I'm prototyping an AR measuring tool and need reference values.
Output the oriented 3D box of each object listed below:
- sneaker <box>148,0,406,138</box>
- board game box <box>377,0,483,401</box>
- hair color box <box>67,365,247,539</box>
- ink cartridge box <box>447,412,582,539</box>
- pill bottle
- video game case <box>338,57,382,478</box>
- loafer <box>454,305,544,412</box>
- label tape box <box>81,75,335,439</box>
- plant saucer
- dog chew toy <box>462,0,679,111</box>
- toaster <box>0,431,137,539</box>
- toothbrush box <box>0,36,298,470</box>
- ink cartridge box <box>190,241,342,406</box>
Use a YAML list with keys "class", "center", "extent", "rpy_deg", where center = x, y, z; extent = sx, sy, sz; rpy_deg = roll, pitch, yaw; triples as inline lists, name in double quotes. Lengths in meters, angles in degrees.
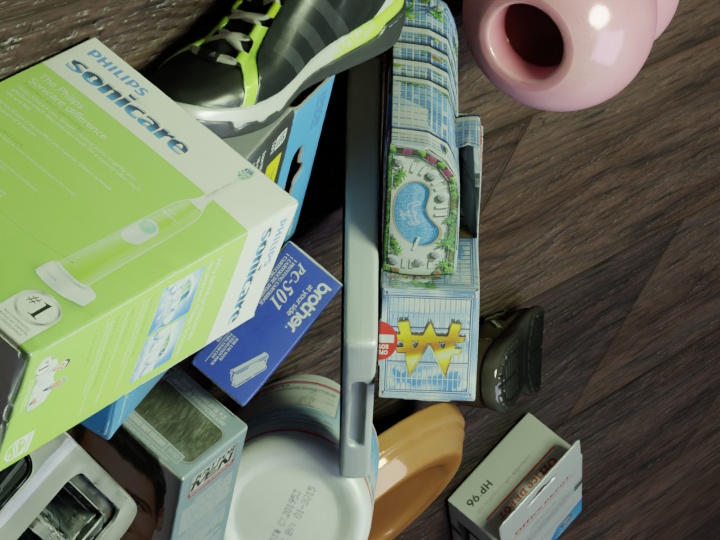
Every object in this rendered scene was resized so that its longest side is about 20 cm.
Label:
- class: "sneaker"
  center: [-0.051, -0.140, 1.565]
  extent: [0.200, 0.071, 0.083]
  rpy_deg: [-36, 132, -42]
- class: "board game box"
  center: [0.042, -0.029, 1.737]
  extent: [0.200, 0.061, 0.201]
  rpy_deg: [-90, -178, -47]
- class: "hair color box"
  center: [-0.135, 0.138, 1.800]
  extent: [0.061, 0.099, 0.200]
  rpy_deg: [-37, 157, -32]
- class: "ink cartridge box"
  center: [0.142, 0.208, 2.645]
  extent: [0.116, 0.068, 0.200]
  rpy_deg: [-47, 161, -15]
- class: "pill bottle"
  center: [-0.042, 0.135, 1.928]
  extent: [0.109, 0.109, 0.200]
  rpy_deg: [-55, -175, 12]
- class: "video game case"
  center: [0.000, 0.000, 1.787]
  extent: [0.183, 0.023, 0.201]
  rpy_deg: [93, -2, -61]
- class: "loafer"
  center: [0.102, 0.066, 2.308]
  extent: [0.200, 0.071, 0.073]
  rpy_deg: [-17, 110, -75]
- class: "label tape box"
  center: [-0.102, -0.023, 1.619]
  extent: [0.200, 0.063, 0.145]
  rpy_deg: [-50, 165, -40]
- class: "plant saucer"
  center: [0.009, 0.183, 2.275]
  extent: [0.200, 0.037, 0.200]
  rpy_deg: [-38, 165, -12]
- class: "dog chew toy"
  center: [0.148, -0.183, 1.851]
  extent: [0.200, 0.124, 0.125]
  rpy_deg: [-42, 161, -50]
- class: "toaster"
  center: [-0.231, 0.142, 1.550]
  extent: [0.181, 0.119, 0.200]
  rpy_deg: [-48, 162, -8]
- class: "toothbrush box"
  center: [-0.152, -0.012, 1.401]
  extent: [0.200, 0.145, 0.086]
  rpy_deg: [-33, 155, -45]
- class: "ink cartridge box"
  center: [-0.056, 0.031, 1.776]
  extent: [0.094, 0.044, 0.200]
  rpy_deg: [-51, 180, 0]
